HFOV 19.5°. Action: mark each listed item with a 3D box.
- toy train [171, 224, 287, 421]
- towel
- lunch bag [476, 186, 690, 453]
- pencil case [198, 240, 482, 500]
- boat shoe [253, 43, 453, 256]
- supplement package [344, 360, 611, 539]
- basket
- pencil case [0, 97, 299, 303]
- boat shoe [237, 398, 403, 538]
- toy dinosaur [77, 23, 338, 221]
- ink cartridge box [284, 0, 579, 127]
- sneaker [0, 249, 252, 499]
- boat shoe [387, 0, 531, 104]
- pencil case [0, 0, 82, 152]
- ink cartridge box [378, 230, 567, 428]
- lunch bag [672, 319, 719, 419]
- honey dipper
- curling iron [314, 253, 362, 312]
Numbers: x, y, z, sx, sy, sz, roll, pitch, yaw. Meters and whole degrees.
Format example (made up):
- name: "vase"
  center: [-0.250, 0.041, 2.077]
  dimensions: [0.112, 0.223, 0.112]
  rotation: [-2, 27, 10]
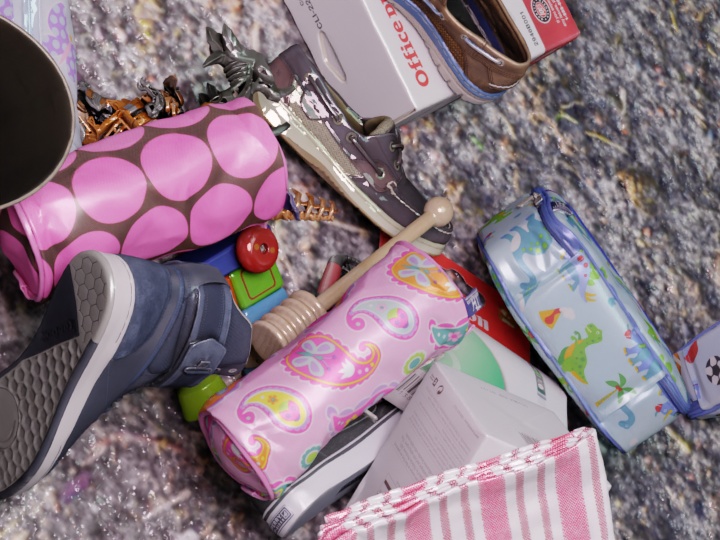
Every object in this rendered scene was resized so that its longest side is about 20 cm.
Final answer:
- name: "toy train"
  center: [-0.128, 0.054, 1.450]
  dimensions: [0.200, 0.084, 0.116]
  rotation: [-33, 108, -37]
- name: "towel"
  center: [0.077, 0.197, 1.377]
  dimensions: [0.199, 0.030, 0.147]
  rotation: [-18, 119, -9]
- name: "lunch bag"
  center: [0.171, 0.033, 1.621]
  dimensions: [0.082, 0.161, 0.200]
  rotation: [-35, 97, 6]
- name: "pencil case"
  center: [-0.014, 0.067, 1.402]
  dimensions: [0.200, 0.087, 0.088]
  rotation: [-39, 98, -19]
- name: "boat shoe"
  center: [0.002, -0.090, 1.581]
  dimensions: [0.200, 0.065, 0.072]
  rotation: [41, 12, -13]
- name: "supplement package"
  center: [0.061, 0.187, 1.448]
  dimensions: [0.113, 0.110, 0.201]
  rotation: [23, 106, -27]
- name: "basket"
  center: [-0.298, -0.071, 1.287]
  dimensions: [0.179, 0.200, 0.137]
  rotation: [0, 75, -34]
- name: "pencil case"
  center: [-0.143, -0.042, 1.368]
  dimensions: [0.199, 0.094, 0.091]
  rotation: [-19, 49, -28]
- name: "boat shoe"
  center: [-0.017, 0.121, 1.506]
  dimensions: [0.068, 0.074, 0.199]
  rotation: [47, 45, 11]
- name: "toy dinosaur"
  center: [-0.114, -0.084, 1.486]
  dimensions: [0.200, 0.102, 0.136]
  rotation: [37, 57, -12]
- name: "ink cartridge box"
  center: [0.057, -0.207, 1.660]
  dimensions: [0.199, 0.084, 0.145]
  rotation: [-27, 91, -37]
- name: "sneaker"
  center: [-0.156, 0.072, 1.362]
  dimensions: [0.146, 0.203, 0.077]
  rotation: [1, 45, -48]
- name: "boat shoe"
  center: [0.062, -0.223, 1.571]
  dimensions: [0.200, 0.072, 0.072]
  rotation: [51, 54, -9]
- name: "pencil case"
  center: [-0.231, -0.134, 1.428]
  dimensions: [0.083, 0.091, 0.201]
  rotation: [3, 74, -34]
- name: "ink cartridge box"
  center: [0.084, 0.049, 1.569]
  dimensions: [0.161, 0.050, 0.201]
  rotation: [33, 37, -23]
- name: "lunch bag"
  center: [0.366, 0.063, 1.715]
  dimensions: [0.159, 0.200, 0.076]
  rotation: [-1, 71, -36]
- name: "honey dipper"
  center: [0.000, 0.000, 1.492]
  dimensions: [0.200, 0.038, 0.038]
  rotation: [-39, 98, -34]
- name: "curling iron"
  center: [-0.027, 0.064, 1.479]
  dimensions: [0.049, 0.026, 0.201]
  rotation: [37, 45, -17]
